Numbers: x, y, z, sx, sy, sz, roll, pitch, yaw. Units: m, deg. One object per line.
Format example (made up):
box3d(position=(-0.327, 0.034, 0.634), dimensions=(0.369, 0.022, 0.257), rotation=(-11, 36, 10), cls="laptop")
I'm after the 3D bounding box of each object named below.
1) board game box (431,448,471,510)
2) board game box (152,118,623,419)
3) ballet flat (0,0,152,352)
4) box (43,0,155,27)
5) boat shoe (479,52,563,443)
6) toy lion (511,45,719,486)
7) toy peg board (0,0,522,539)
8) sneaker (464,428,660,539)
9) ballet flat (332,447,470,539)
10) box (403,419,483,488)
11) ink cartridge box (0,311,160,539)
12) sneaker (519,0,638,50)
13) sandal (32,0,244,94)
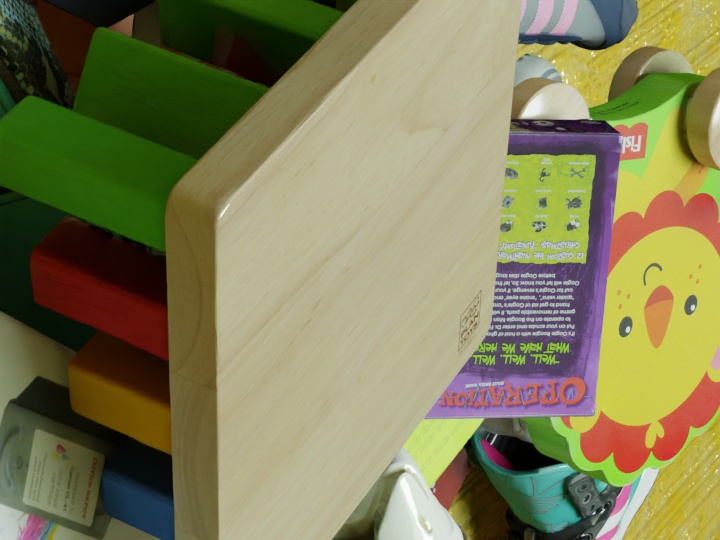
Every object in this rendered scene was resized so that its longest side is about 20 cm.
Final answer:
box3d(position=(-0.004, 0.066, 1.037), dimensions=(0.103, 0.019, 0.201), rotation=(-61, 143, -32), cls="board game box")
box3d(position=(0.000, 0.000, 0.884), dimensions=(0.032, 0.198, 0.121), rotation=(-130, -139, -71), cls="board game box")
box3d(position=(-0.117, -0.048, 0.788), dimensions=(0.074, 0.074, 0.201), rotation=(-58, 145, -34), cls="ballet flat")
box3d(position=(-0.124, -0.154, 0.729), dimensions=(0.200, 0.032, 0.122), rotation=(21, 50, -56), cls="box")
box3d(position=(0.083, -0.005, 1.068), dimensions=(0.070, 0.071, 0.202), rotation=(-40, 146, -47), cls="boat shoe")
box3d(position=(0.106, 0.003, 1.000), dimensions=(0.199, 0.068, 0.194), rotation=(-7, 109, -42), cls="toy lion")
box3d(position=(-0.035, -0.012, 0.763), dimensions=(0.200, 0.097, 0.200), rotation=(-49, 152, -42), cls="toy peg board")
box3d(position=(0.094, 0.132, 1.151), dimensions=(0.121, 0.083, 0.202), rotation=(37, 66, -54), cls="sneaker")
box3d(position=(-0.019, 0.098, 0.893), dimensions=(0.198, 0.068, 0.073), rotation=(12, 108, -19), cls="ballet flat")
box3d(position=(-0.008, -0.007, 0.953), dimensions=(0.122, 0.047, 0.201), rotation=(-48, 121, -40), cls="box")
box3d(position=(-0.144, 0.088, 0.751), dimensions=(0.200, 0.085, 0.149), rotation=(34, 68, -54), cls="ink cartridge box")
box3d(position=(0.051, -0.120, 0.982), dimensions=(0.199, 0.070, 0.083), rotation=(24, 88, -52), cls="sneaker")
box3d(position=(-0.034, -0.113, 0.837), dimensions=(0.205, 0.059, 0.080), rotation=(-15, 109, -24), cls="sandal")
